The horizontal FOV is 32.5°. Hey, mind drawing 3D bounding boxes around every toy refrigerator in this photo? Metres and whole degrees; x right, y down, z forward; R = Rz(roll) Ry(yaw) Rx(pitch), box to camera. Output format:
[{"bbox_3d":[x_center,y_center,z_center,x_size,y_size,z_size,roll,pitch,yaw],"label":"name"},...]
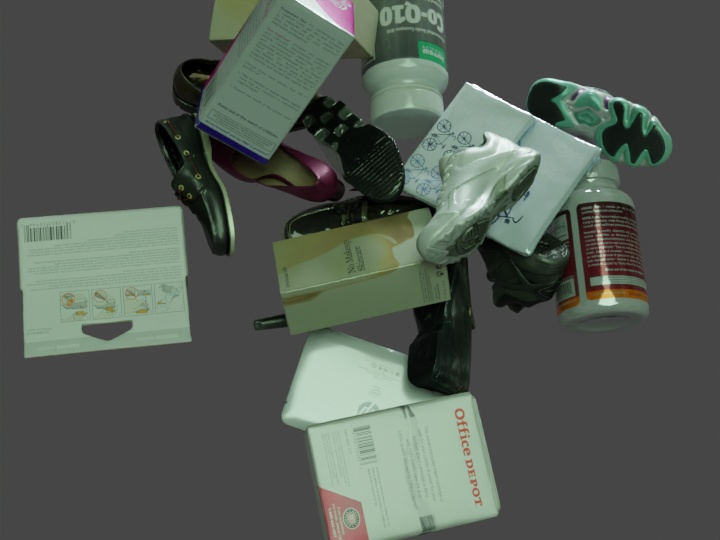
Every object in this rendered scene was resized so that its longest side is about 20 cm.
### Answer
[{"bbox_3d":[-0.084,-0.311,1.557,0.198,0.076,0.071,3,77,24],"label":"toy refrigerator"}]

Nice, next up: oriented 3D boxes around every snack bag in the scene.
[{"bbox_3d":[0.167,-0.124,1.501,0.199,0.021,0.189,30,66,18],"label":"snack bag"}]

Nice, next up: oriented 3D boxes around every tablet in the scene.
[{"bbox_3d":[0.015,0.154,1.495,0.199,0.014,0.131,19,71,0],"label":"tablet"}]

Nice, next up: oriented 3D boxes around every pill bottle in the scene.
[{"bbox_3d":[0.056,-0.280,1.590,0.112,0.113,0.202,-1,72,-7],"label":"pill bottle"},{"bbox_3d":[0.291,-0.031,1.535,0.112,0.113,0.202,-1,72,-7],"label":"pill bottle"}]

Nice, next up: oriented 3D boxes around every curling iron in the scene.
[{"bbox_3d":[-0.035,0.044,1.519,0.199,0.026,0.050,-17,65,-11],"label":"curling iron"}]

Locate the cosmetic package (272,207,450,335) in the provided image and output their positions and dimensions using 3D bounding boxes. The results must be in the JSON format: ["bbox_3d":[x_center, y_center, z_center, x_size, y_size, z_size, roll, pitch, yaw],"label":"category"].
[{"bbox_3d":[0.000,0.000,1.477,0.198,0.071,0.106,-13,40,-2],"label":"cosmetic package"}]

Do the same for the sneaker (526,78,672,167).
[{"bbox_3d":[0.323,-0.195,1.593,0.199,0.140,0.078,31,110,22],"label":"sneaker"}]

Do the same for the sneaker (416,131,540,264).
[{"bbox_3d":[0.118,-0.087,1.435,0.099,0.078,0.200,35,59,21],"label":"sneaker"}]

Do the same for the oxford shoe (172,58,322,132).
[{"bbox_3d":[-0.141,-0.224,1.565,0.198,0.084,0.073,8,69,-6],"label":"oxford shoe"}]

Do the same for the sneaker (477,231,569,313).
[{"bbox_3d":[0.169,-0.020,1.539,0.076,0.115,0.199,-22,45,-37],"label":"sneaker"}]

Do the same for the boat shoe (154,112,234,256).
[{"bbox_3d":[-0.202,-0.102,1.519,0.063,0.074,0.203,-11,66,-23],"label":"boat shoe"}]

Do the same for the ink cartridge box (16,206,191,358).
[{"bbox_3d":[-0.306,0.017,1.485,0.198,0.045,0.178,-5,71,-8],"label":"ink cartridge box"}]

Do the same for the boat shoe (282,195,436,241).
[{"bbox_3d":[0.001,-0.064,1.537,0.198,0.065,0.074,-10,75,-9],"label":"boat shoe"}]

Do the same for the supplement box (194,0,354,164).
[{"bbox_3d":[-0.101,-0.244,1.454,0.103,0.200,0.102,27,31,-19],"label":"supplement box"}]

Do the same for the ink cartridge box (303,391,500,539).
[{"bbox_3d":[0.045,0.235,1.425,0.198,0.083,0.148,-11,78,-8],"label":"ink cartridge box"}]

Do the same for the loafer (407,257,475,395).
[{"bbox_3d":[0.108,0.060,1.517,0.072,0.073,0.201,27,61,-30],"label":"loafer"}]

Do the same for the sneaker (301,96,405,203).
[{"bbox_3d":[0.006,-0.134,1.519,0.074,0.089,0.200,-36,47,-2],"label":"sneaker"}]

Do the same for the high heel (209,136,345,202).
[{"bbox_3d":[-0.115,-0.136,1.514,0.199,0.096,0.068,17,89,16],"label":"high heel"}]
